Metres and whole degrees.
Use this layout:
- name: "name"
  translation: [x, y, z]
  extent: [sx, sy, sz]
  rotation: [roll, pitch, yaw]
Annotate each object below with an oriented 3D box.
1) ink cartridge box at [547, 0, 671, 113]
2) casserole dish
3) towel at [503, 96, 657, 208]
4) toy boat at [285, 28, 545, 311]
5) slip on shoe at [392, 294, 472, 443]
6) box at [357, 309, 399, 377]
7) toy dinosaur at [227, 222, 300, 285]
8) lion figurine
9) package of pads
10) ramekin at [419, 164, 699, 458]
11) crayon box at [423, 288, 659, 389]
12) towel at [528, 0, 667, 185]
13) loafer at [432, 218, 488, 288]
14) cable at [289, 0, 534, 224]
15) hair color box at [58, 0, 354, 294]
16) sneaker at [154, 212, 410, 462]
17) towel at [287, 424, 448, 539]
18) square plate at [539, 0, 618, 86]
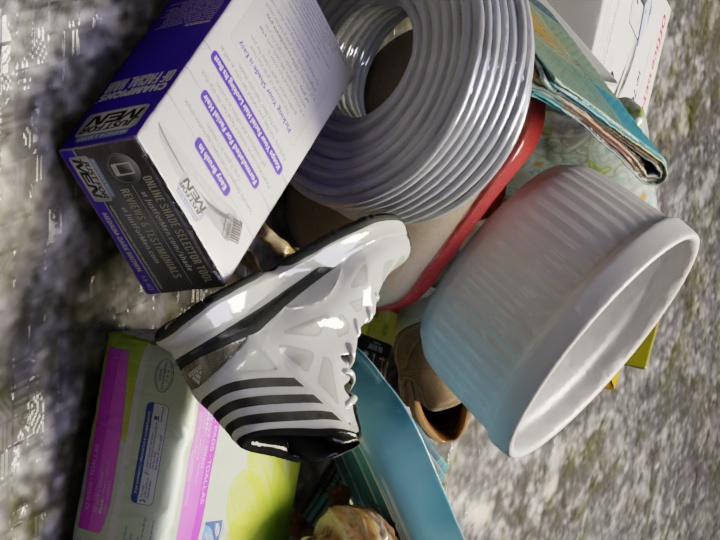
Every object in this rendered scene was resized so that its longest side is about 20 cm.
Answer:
- name: "ink cartridge box"
  translation: [0.203, -0.213, 1.965]
  extent: [0.200, 0.085, 0.147]
  rotation: [42, 59, -62]
- name: "casserole dish"
  translation: [0.017, 0.137, 1.468]
  extent: [0.039, 0.121, 0.201]
  rotation: [-31, 124, -12]
- name: "towel"
  translation: [0.121, -0.075, 1.648]
  extent: [0.171, 0.199, 0.048]
  rotation: [69, 36, -57]
- name: "toy boat"
  translation: [0.052, -0.067, 1.502]
  extent: [0.130, 0.131, 0.200]
  rotation: [12, 120, -52]
- name: "slip on shoe"
  translation: [0.061, 0.075, 1.683]
  extent: [0.200, 0.076, 0.061]
  rotation: [99, -22, -66]
- name: "box"
  translation: [0.000, 0.000, 1.591]
  extent: [0.075, 0.050, 0.201]
  rotation: [27, 73, -66]
- name: "toy dinosaur"
  translation: [-0.046, 0.011, 1.396]
  extent: [0.058, 0.101, 0.200]
  rotation: [-49, 169, 12]
- name: "lion figurine"
  translation: [0.000, 0.224, 1.465]
  extent: [0.072, 0.122, 0.201]
  rotation: [-26, 126, -14]
- name: "package of pads"
  translation: [-0.100, 0.112, 1.368]
  extent: [0.200, 0.068, 0.156]
  rotation: [9, 91, -69]
- name: "ramekin"
  translation: [0.130, 0.021, 1.533]
  extent: [0.200, 0.105, 0.200]
  rotation: [-44, 162, -18]
- name: "crayon box"
  translation: [0.150, 0.020, 1.768]
  extent: [0.051, 0.199, 0.128]
  rotation: [62, 43, -56]
- name: "towel"
  translation: [0.120, -0.145, 1.469]
  extent: [0.022, 0.200, 0.146]
  rotation: [-45, 133, 14]
- name: "loafer"
  translation: [0.112, -0.005, 1.669]
  extent: [0.070, 0.199, 0.070]
  rotation: [59, 47, -75]
- name: "cable"
  translation: [0.021, -0.130, 1.400]
  extent: [0.069, 0.199, 0.201]
  rotation: [17, 85, -44]
- name: "hair color box"
  translation: [-0.085, -0.093, 1.298]
  extent: [0.110, 0.064, 0.200]
  rotation: [61, 39, -30]
- name: "sneaker"
  translation: [-0.023, 0.047, 1.296]
  extent: [0.200, 0.076, 0.116]
  rotation: [-29, 88, -45]
- name: "towel"
  translation: [-0.011, 0.193, 1.586]
  extent: [0.201, 0.022, 0.147]
  rotation: [-56, 150, -14]
- name: "square plate"
  translation: [0.087, -0.198, 1.599]
  extent: [0.028, 0.200, 0.198]
  rotation: [-46, 167, 18]
